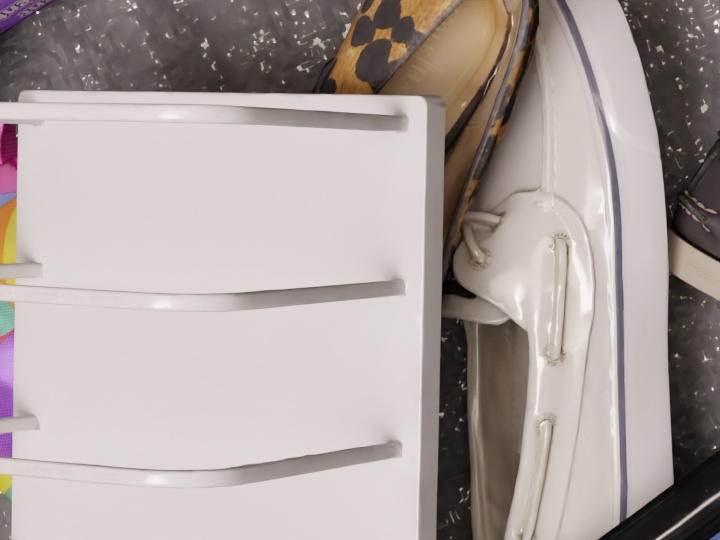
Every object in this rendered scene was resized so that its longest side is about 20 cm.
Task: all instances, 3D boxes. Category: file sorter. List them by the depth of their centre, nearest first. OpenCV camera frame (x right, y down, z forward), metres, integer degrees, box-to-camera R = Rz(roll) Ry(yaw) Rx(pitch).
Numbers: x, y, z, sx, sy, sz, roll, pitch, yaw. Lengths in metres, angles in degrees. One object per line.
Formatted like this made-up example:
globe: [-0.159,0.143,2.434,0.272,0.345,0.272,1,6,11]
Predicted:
file sorter: [-0.066,0.050,0.834,0.138,0.124,0.201,3,94,27]

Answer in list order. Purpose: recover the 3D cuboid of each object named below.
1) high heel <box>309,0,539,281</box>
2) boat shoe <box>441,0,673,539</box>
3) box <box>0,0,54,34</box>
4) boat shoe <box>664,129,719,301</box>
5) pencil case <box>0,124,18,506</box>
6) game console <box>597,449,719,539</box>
high heel: [0.000,0.000,0.883,0.071,0.143,0.201,18,69,-15]
boat shoe: [0.054,0.003,0.936,0.065,0.072,0.201,-6,100,-18]
box: [-0.121,-0.189,0.956,0.136,0.039,0.201,-29,78,17]
boat shoe: [0.191,0.009,0.918,0.199,0.073,0.063,24,99,12]
pencil case: [-0.081,0.051,0.960,0.088,0.088,0.200,-40,88,9]
game console: [0.128,0.148,0.916,0.200,0.176,0.117,-38,58,8]
